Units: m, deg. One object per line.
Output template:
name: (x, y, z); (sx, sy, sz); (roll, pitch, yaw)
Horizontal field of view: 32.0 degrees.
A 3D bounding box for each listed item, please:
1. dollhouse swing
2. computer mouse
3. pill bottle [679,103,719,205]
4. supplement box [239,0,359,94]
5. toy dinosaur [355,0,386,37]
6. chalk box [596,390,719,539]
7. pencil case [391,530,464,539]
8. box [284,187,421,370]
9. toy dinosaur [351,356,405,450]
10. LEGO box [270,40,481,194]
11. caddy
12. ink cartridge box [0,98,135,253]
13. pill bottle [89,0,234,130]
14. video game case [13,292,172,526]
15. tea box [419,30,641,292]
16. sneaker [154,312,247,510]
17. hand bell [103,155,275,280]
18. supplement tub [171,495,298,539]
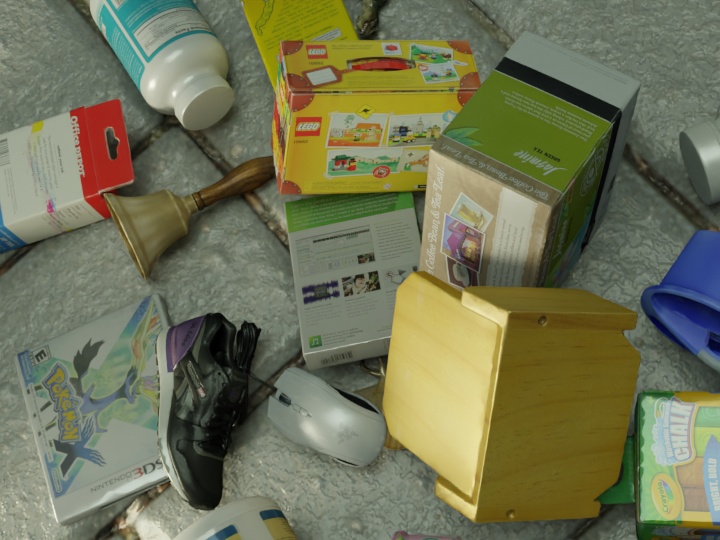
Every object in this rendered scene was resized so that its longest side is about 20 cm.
dollhouse swing: (0.136, 0.105, 1.189); (0.179, 0.176, 0.203); (1, 107, -17)
computer mouse: (-0.063, 0.136, 1.293); (0.198, 0.044, 0.111); (22, 92, 27)
pill bottle: (0.430, -0.142, 1.274); (0.197, 0.111, 0.112); (-22, 68, 4)
supplement box: (-0.059, -0.258, 1.417); (0.108, 0.109, 0.202); (-23, 68, 3)
toy dinosaur: (0.018, -0.367, 1.464); (0.088, 0.047, 0.202); (32, 74, -23)
chalk box: (0.313, 0.187, 1.177); (0.196, 0.124, 0.127); (-1, 70, 11)
pencil case: (0.118, 0.306, 1.198); (0.197, 0.088, 0.089); (10, 73, 16)
box: (0.000, 0.000, 1.324); (0.142, 0.037, 0.202); (-11, 56, 3)
toy dinosaur: (0.053, 0.139, 1.295); (0.198, 0.058, 0.103); (18, 90, 25)
LEGO box: (0.011, -0.159, 1.308); (0.196, 0.150, 0.078); (-2, 50, -12)
caddy: (0.367, 0.053, 1.203); (0.198, 0.142, 0.106); (27, 75, 20)
ink cartridge box: (-0.349, -0.109, 1.448); (0.197, 0.067, 0.118); (-17, 69, 6)
pill bottle: (-0.223, -0.258, 1.451); (0.110, 0.111, 0.201); (-34, 68, -1)
video game case: (-0.271, 0.149, 1.367); (0.180, 0.022, 0.202); (-23, 68, 3)
tea box: (0.161, -0.083, 1.233); (0.132, 0.201, 0.197); (28, 57, 19)
sneaker: (-0.156, 0.139, 1.283); (0.087, 0.075, 0.203); (-22, 66, 25)
hand bell: (-0.176, -0.082, 1.406); (0.198, 0.104, 0.105); (-28, 67, -12)
supplement tub: (-0.096, 0.336, 1.199); (0.144, 0.145, 0.201); (-33, 68, -1)
